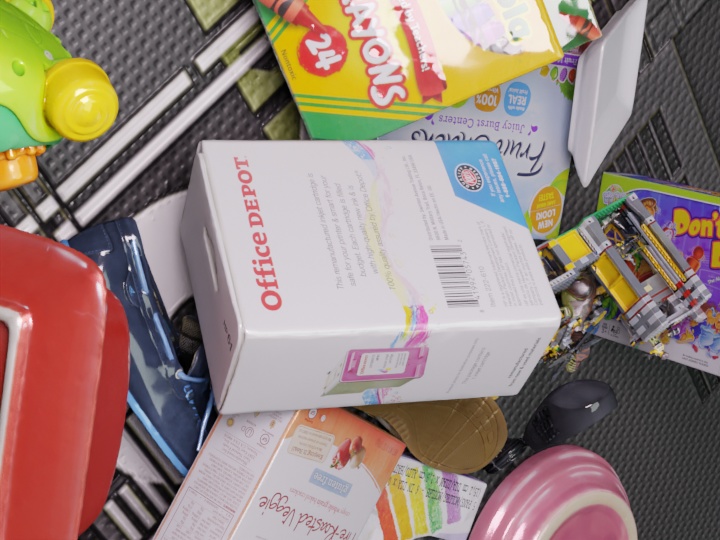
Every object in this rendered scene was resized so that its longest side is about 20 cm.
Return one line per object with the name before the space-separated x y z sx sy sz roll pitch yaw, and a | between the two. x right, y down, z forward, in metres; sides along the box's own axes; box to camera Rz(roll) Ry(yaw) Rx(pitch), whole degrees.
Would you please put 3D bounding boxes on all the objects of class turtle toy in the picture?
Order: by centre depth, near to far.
turtle toy | -0.226 -0.109 0.746 0.199 0.146 0.101 24 108 -42

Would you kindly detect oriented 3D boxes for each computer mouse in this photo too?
computer mouse | 0.133 0.117 1.098 0.058 0.200 0.034 -30 83 -27

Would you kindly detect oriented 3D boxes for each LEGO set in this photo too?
LEGO set | 0.166 0.042 1.097 0.199 0.116 0.154 -23 161 -40

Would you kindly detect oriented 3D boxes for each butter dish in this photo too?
butter dish | -0.196 0.065 0.802 0.148 0.198 0.202 -11 112 -63

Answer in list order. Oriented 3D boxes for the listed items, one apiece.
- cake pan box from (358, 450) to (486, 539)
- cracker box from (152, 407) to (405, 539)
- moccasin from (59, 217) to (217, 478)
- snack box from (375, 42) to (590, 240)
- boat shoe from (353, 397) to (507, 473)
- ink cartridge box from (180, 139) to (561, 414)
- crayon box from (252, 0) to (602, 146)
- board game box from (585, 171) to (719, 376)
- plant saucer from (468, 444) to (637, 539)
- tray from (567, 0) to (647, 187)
cake pan box | -0.009 0.218 1.075 0.199 0.052 0.186 24 88 -42
cracker box | -0.065 0.173 0.927 0.134 0.057 0.201 34 83 -55
moccasin | -0.117 0.057 0.906 0.068 0.081 0.201 -31 125 -4
snack box | 0.068 -0.111 1.036 0.199 0.067 0.170 2 100 -40
boat shoe | 0.032 0.080 1.057 0.074 0.069 0.200 -47 128 6
ink cartridge box | 0.000 0.000 0.882 0.198 0.145 0.085 -1 143 -21
crayon box | 0.041 -0.166 0.913 0.198 0.051 0.128 -23 97 4
board game box | 0.269 0.005 1.155 0.044 0.199 0.136 0 102 -40
plant saucer | 0.169 0.252 1.240 0.199 0.051 0.203 -12 109 -38
tray | 0.187 -0.145 1.102 0.200 0.022 0.108 -48 144 -60
